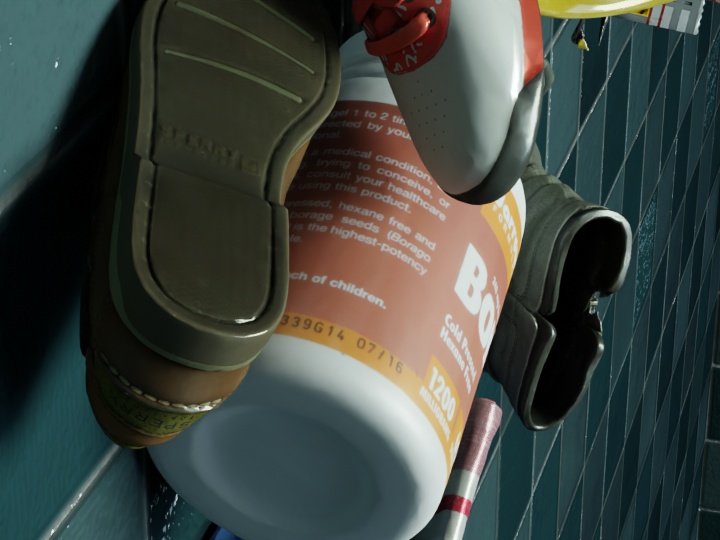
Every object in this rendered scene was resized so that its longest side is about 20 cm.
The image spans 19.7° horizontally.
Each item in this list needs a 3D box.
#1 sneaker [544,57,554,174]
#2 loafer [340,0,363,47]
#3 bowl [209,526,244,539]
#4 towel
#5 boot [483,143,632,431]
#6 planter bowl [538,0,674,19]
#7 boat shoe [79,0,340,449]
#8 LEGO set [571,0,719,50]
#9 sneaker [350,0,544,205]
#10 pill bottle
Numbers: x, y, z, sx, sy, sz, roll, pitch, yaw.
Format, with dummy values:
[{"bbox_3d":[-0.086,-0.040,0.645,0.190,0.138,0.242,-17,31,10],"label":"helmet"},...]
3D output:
[{"bbox_3d":[0.049,-0.022,1.019,0.074,0.084,0.201,-40,136,-68],"label":"sneaker"},{"bbox_3d":[0.018,-0.156,0.908,0.063,0.072,0.201,-10,-110,59],"label":"loafer"},{"bbox_3d":[-0.041,0.187,0.872,0.201,0.039,0.201,7,90,-75],"label":"bowl"},{"bbox_3d":[0.023,0.171,1.019,0.144,0.023,0.201,130,-23,-70],"label":"towel"},{"bbox_3d":[0.050,0.030,0.916,0.131,0.068,0.200,-123,-142,-45],"label":"boot"},{"bbox_3d":[0.139,-0.198,0.910,0.200,0.200,0.084,51,17,-70],"label":"planter bowl"},{"bbox_3d":[-0.057,-0.030,0.671,0.068,0.072,0.200,-56,-166,38],"label":"boat shoe"},{"bbox_3d":[0.135,-0.195,1.072,0.200,0.116,0.154,-142,-116,-83],"label":"LEGO set"},{"bbox_3d":[-0.002,-0.122,0.707,0.108,0.067,0.202,2,80,-36],"label":"sneaker"},{"bbox_3d":[0.000,0.000,0.787,0.112,0.112,0.200,82,21,-45],"label":"pill bottle"}]
